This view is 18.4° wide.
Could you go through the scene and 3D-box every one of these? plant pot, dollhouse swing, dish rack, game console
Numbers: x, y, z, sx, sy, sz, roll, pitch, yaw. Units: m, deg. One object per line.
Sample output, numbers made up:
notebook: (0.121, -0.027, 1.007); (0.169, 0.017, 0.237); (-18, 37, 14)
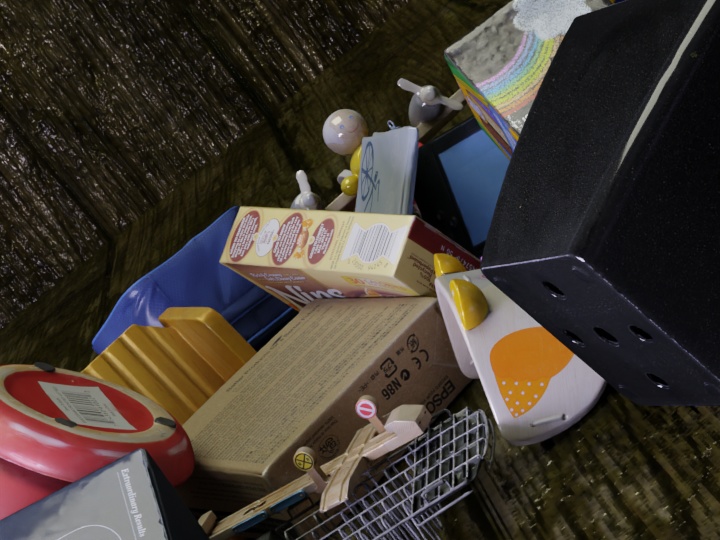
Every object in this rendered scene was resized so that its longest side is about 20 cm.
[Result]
plant pot: (-0.225, 0.173, 1.563); (0.200, 0.200, 0.183); (-94, 19, -76)
dollhouse swing: (-0.138, 0.123, 1.771); (0.200, 0.182, 0.176); (-45, 2, -29)
dish rack: (0.007, 0.166, 1.402); (0.200, 0.055, 0.153); (-34, 13, 11)
game console: (0.101, -0.047, 1.787); (0.200, 0.171, 0.118); (-29, -11, 40)
plant pot: (0.189, -0.030, 1.282); (0.177, 0.199, 0.200); (-55, 16, -16)

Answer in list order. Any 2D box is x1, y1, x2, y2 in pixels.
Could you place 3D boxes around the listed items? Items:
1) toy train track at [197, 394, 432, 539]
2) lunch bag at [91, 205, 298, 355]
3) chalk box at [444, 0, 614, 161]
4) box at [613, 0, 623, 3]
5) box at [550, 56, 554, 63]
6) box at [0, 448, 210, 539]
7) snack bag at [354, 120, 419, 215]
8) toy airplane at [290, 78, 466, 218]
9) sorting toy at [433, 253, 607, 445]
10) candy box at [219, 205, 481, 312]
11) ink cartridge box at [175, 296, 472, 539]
toy train track: (-0.042, 0.132, 1.463); (0.200, 0.033, 0.115); (-31, 12, 26)
lunch bag: (-0.146, 0.054, 2.100); (0.200, 0.132, 0.136); (-41, -6, -37)
chalk box: (0.177, -0.107, 1.651); (0.125, 0.200, 0.124); (-37, -30, -1)
box: (0.223, -0.210, 1.799); (0.070, 0.200, 0.064); (-39, 11, 2)
box: (0.229, -0.111, 1.517); (0.200, 0.036, 0.143); (-18, 60, 26)
box: (-0.186, 0.232, 1.388); (0.200, 0.107, 0.148); (-27, 41, 4)
snack bag: (0.021, -0.032, 1.884); (0.200, 0.021, 0.189); (175, 102, -78)
toy airplane: (0.013, -0.098, 2.175); (0.199, 0.141, 0.200); (-33, 13, 28)
sorting toy: (0.150, 0.019, 1.480); (0.180, 0.107, 0.200); (-20, 11, -2)
candy box: (0.000, 0.000, 1.724); (0.200, 0.115, 0.055); (6, 69, 46)
ink cartridge box: (-0.034, 0.107, 1.637); (0.200, 0.075, 0.165); (-45, 22, -27)
